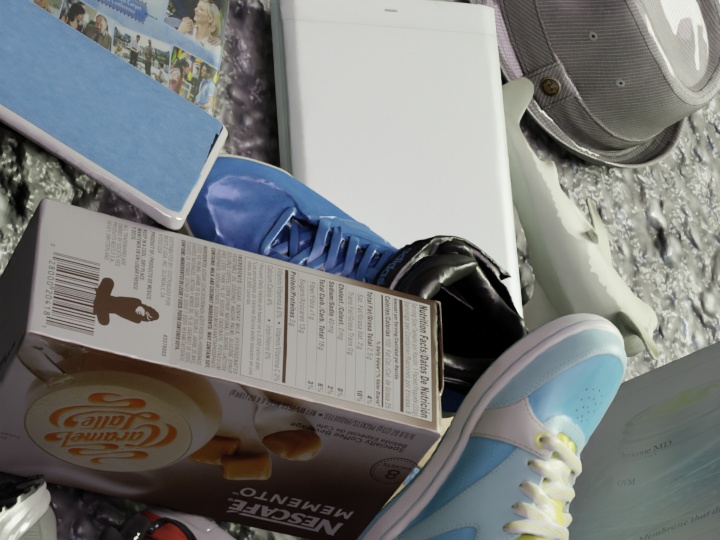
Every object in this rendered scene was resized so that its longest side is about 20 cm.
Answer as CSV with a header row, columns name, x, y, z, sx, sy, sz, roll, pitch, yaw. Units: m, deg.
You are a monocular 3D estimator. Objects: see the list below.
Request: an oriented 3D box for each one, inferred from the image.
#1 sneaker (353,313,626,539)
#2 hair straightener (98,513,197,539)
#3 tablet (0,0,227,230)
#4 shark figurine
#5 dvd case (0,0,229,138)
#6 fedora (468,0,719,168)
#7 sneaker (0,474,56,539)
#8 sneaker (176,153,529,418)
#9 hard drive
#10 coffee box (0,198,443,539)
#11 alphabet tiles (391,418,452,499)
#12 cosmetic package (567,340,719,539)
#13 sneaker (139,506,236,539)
name,x,y,z,sx,sy,sz,roll,pitch,yaw
sneaker,0.087,0.124,1.097,0.200,0.131,0.080,-53,132,1
hair straightener,-0.117,0.190,1.019,0.077,0.041,0.200,39,45,-13
tablet,-0.158,-0.095,1.076,0.200,0.014,0.130,32,24,-7
shark figurine,0.103,-0.006,1.325,0.215,0.089,0.128,56,13,-23
dvd case,-0.131,-0.148,1.194,0.143,0.018,0.200,24,61,-34
fedora,0.162,-0.164,1.418,0.177,0.090,0.200,-34,99,-44
sneaker,-0.165,0.148,0.978,0.200,0.074,0.079,-94,164,-73
sneaker,0.001,-0.001,1.156,0.200,0.111,0.077,39,67,-9
hard drive,0.020,-0.055,1.260,0.132,0.026,0.200,2,72,-21
coffee box,-0.074,0.052,1.064,0.200,0.114,0.080,15,50,-19
alphabet tiles,0.018,0.077,1.261,0.200,0.008,0.167,26,59,-34
cosmetic package,0.171,0.149,1.199,0.123,0.199,0.200,55,26,-19
sneaker,-0.042,0.197,1.089,0.200,0.077,0.082,31,64,14
